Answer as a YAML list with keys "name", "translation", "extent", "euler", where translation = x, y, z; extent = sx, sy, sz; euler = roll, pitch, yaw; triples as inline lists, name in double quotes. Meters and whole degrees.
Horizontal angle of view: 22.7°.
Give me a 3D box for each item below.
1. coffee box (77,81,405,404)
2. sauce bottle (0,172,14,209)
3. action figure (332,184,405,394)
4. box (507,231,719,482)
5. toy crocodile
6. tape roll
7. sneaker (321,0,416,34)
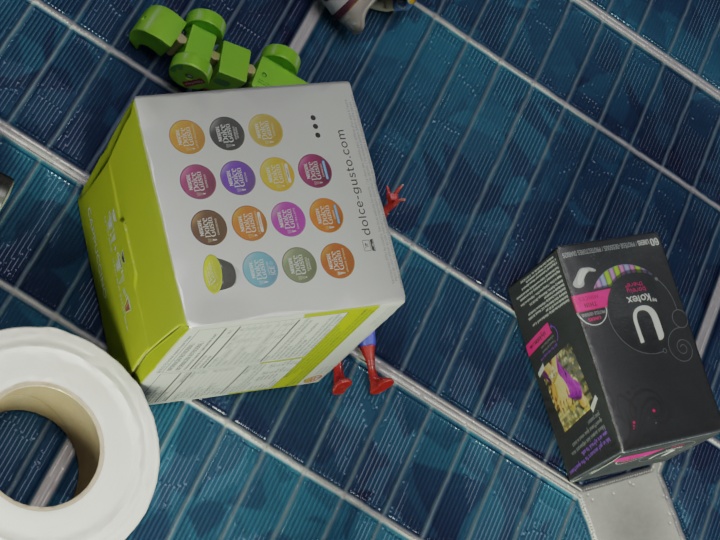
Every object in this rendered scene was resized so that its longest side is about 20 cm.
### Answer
- name: "coffee box"
  translation: [-0.107, -0.020, 1.501]
  extent: [0.196, 0.200, 0.201]
  euler: [-6, 71, -26]
- name: "sauce bottle"
  translation: [-0.386, -0.102, 1.488]
  extent: [0.199, 0.065, 0.065]
  euler: [29, 59, -13]
- name: "action figure"
  translation: [0.000, 0.000, 1.607]
  extent: [0.065, 0.099, 0.202]
  euler: [1, 66, -26]
- name: "box"
  translation: [0.237, 0.080, 1.675]
  extent: [0.121, 0.106, 0.202]
  euler: [-9, 73, -27]
- name: "toy crocodile"
  translation: [-0.119, -0.183, 1.654]
  extent: [0.199, 0.062, 0.068]
  euler: [24, 60, -19]
- name: "tape roll"
  translation: [-0.265, 0.150, 1.432]
  extent: [0.201, 0.071, 0.204]
  euler: [10, 65, -22]
- name: "sneaker"
  translation: [0.039, -0.306, 1.774]
  extent: [0.199, 0.075, 0.090]
  euler: [-35, 94, -26]
